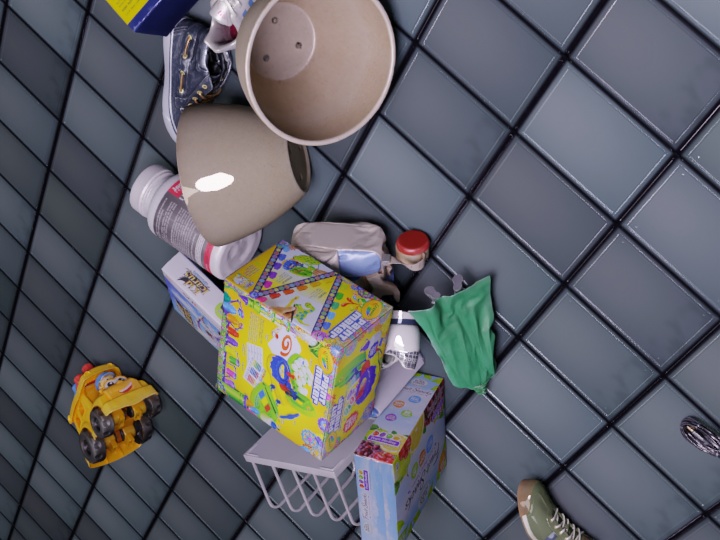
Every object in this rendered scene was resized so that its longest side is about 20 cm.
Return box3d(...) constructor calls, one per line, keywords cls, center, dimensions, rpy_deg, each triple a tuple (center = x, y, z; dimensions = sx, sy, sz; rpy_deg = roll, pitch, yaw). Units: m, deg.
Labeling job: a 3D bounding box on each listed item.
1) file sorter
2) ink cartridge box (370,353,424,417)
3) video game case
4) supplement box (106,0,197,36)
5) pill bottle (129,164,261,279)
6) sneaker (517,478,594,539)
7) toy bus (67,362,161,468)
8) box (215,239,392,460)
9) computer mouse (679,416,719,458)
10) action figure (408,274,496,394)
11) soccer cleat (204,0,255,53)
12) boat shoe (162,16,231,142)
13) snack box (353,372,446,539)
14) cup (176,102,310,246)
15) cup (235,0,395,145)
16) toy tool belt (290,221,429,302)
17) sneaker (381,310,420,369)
box3d(cls="file sorter", center=(-0.058, 0.318, 1.799), dimensions=(0.198, 0.139, 0.126), rpy_deg=(1, 121, 41))
box3d(cls="ink cartridge box", center=(-0.023, 0.160, 1.655), dimensions=(0.199, 0.136, 0.077), rpy_deg=(-18, 110, 47))
box3d(cls="video game case", center=(-0.237, 0.076, 1.800), dimensions=(0.181, 0.045, 0.200), rpy_deg=(43, 163, 12))
box3d(cls="supplement box", center=(-0.312, -0.430, 1.503), dimensions=(0.109, 0.109, 0.200), rpy_deg=(-42, 87, 17))
box3d(cls="pill bottle", center=(-0.259, -0.081, 1.721), dimensions=(0.199, 0.111, 0.112), rpy_deg=(32, 135, 20))
box3d(cls="sneaker", center=(0.296, 0.384, 1.590), dimensions=(0.089, 0.067, 0.202), rpy_deg=(-7, 113, 35))
box3d(cls="toy bus", center=(-0.495, 0.251, 2.162), dimensions=(0.193, 0.135, 0.201), rpy_deg=(53, 139, 23))
box3d(cls="box", center=(-0.079, 0.106, 1.476), dimensions=(0.191, 0.122, 0.202), rpy_deg=(31, 133, 23))
box3d(cls="computer mouse", center=(0.476, 0.252, 1.366), dimensions=(0.200, 0.034, 0.059), rpy_deg=(47, 155, 13))
box3d(cls="action figure", center=(0.141, 0.098, 1.515), dimensions=(0.117, 0.055, 0.201), rpy_deg=(-20, 127, 2))
box3d(cls="soccer cleat", center=(-0.153, -0.367, 1.449), dimensions=(0.070, 0.086, 0.201), rpy_deg=(38, 136, 14))
box3d(cls="boat shoe", center=(-0.234, -0.260, 1.604), dimensions=(0.090, 0.071, 0.202), rpy_deg=(24, 129, 33))
box3d(cls="snack box", center=(0.062, 0.274, 1.610), dimensions=(0.067, 0.200, 0.171), rpy_deg=(11, 124, 23))
box3d(cls="cup", center=(-0.151, -0.144, 1.546), dimensions=(0.141, 0.201, 0.203), rpy_deg=(-9, 115, 15))
box3d(cls="cup", center=(-0.076, -0.272, 1.381), dimensions=(0.143, 0.198, 0.203), rpy_deg=(37, 144, 56))
box3d(cls="toy tool belt", center=(0.000, 0.000, 1.552), dimensions=(0.197, 0.126, 0.124), rpy_deg=(2, 131, 8))
box3d(cls="sneaker", center=(-0.002, 0.099, 1.538), dimensions=(0.198, 0.076, 0.082), rpy_deg=(-6, 85, 43))
